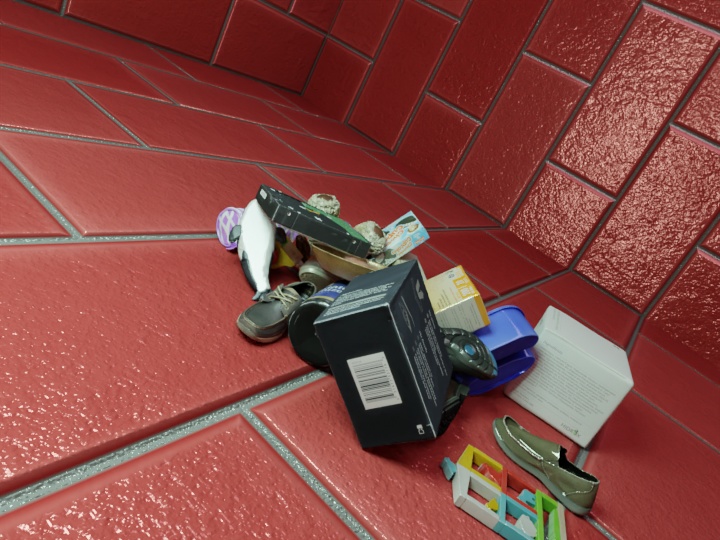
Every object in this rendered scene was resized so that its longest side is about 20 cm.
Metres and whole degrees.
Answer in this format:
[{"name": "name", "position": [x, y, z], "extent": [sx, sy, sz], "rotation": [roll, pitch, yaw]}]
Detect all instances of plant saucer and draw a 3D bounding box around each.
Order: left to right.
[{"name": "plant saucer", "position": [0.000, 0.000, 0.980], "extent": [0.198, 0.036, 0.200], "rotation": [20, 5, -2]}]

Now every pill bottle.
[{"name": "pill bottle", "position": [-0.035, 0.079, 0.940], "extent": [0.111, 0.113, 0.200], "rotation": [32, 20, 9]}]

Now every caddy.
[{"name": "caddy", "position": [0.246, 0.147, 1.060], "extent": [0.198, 0.143, 0.105], "rotation": [-21, 43, -13]}]

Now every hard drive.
[{"name": "hard drive", "position": [-0.089, -0.090, 1.012], "extent": [0.198, 0.038, 0.140], "rotation": [21, 14, -31]}]

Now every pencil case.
[{"name": "pencil case", "position": [-0.213, -0.089, 1.161], "extent": [0.083, 0.087, 0.199], "rotation": [0, 3, 34]}]

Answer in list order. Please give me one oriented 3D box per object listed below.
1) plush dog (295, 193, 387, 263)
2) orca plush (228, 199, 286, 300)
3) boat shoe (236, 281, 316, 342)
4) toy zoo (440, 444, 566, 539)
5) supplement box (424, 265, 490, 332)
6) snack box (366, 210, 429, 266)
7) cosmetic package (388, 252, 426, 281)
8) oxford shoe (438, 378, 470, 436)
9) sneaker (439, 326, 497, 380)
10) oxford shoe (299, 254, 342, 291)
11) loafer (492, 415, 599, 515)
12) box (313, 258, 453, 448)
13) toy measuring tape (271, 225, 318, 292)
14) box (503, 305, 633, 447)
[{"name": "plush dog", "position": [-0.064, -0.040, 1.181], "extent": [0.199, 0.161, 0.173], "rotation": [32, 43, -10]}, {"name": "orca plush", "position": [-0.185, -0.030, 1.031], "extent": [0.104, 0.071, 0.202], "rotation": [-18, 73, -15]}, {"name": "boat shoe", "position": [-0.136, 0.057, 0.915], "extent": [0.074, 0.074, 0.200], "rotation": [32, 20, 11]}, {"name": "toy zoo", "position": [0.206, 0.331, 0.792], "extent": [0.199, 0.021, 0.131], "rotation": [32, 20, 8]}, {"name": "supplement box", "position": [0.126, 0.082, 1.025], "extent": [0.126, 0.198, 0.074], "rotation": [-105, 169, -65]}, {"name": "snack box", "position": [0.055, -0.053, 1.262], "extent": [0.037, 0.199, 0.116], "rotation": [54, 5, -25]}, {"name": "cosmetic package", "position": [0.093, 0.036, 1.229], "extent": [0.072, 0.104, 0.200], "rotation": [22, 20, -15]}, {"name": "oxford shoe", "position": [0.120, 0.215, 0.894], "extent": [0.084, 0.073, 0.200], "rotation": [31, 8, 15]}, {"name": "sneaker", "position": [0.144, 0.140, 0.950], "extent": [0.198, 0.082, 0.073], "rotation": [28, 34, -5]}, {"name": "oxford shoe", "position": [-0.032, 0.029, 1.081], "extent": [0.199, 0.075, 0.058], "rotation": [32, 47, -26]}, {"name": "loafer", "position": [0.312, 0.309, 0.914], "extent": [0.199, 0.070, 0.075], "rotation": [39, 22, 26]}, {"name": "box", "position": [0.045, 0.115, 0.802], "extent": [0.199, 0.116, 0.200], "rotation": [70, 22, -11]}, {"name": "toy measuring tape", "position": [-0.148, -0.011, 1.096], "extent": [0.201, 0.073, 0.074], "rotation": [52, 19, -6]}, {"name": "box", "position": [0.437, 0.215, 1.157], "extent": [0.199, 0.173, 0.199], "rotation": [34, 20, 14]}]
